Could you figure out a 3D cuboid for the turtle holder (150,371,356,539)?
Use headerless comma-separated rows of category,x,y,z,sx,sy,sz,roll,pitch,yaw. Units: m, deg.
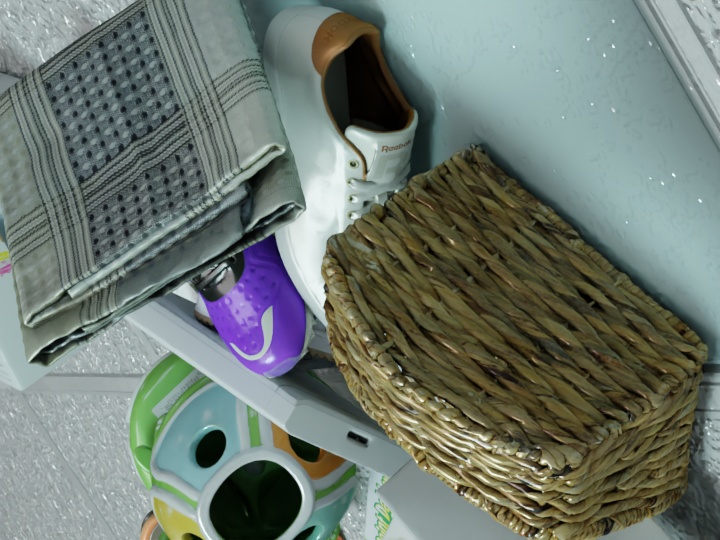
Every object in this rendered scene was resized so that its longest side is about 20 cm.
turtle holder,-0.090,0.148,1.621,0.132,0.185,0.141,-103,-7,-76

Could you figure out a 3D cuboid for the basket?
basket,0.073,0.062,1.290,0.200,0.143,0.149,43,156,26

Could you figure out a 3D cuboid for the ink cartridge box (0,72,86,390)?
ink cartridge box,-0.286,-0.037,1.885,0.145,0.144,0.200,19,139,56

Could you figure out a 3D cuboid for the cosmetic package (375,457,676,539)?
cosmetic package,0.113,0.165,1.358,0.200,0.113,0.081,48,178,41

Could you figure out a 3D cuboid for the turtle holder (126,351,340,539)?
turtle holder,-0.086,0.127,1.766,0.185,0.141,0.132,17,-178,-12

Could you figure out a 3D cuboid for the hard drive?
hard drive,-0.065,0.065,1.496,0.200,0.027,0.132,31,-178,42

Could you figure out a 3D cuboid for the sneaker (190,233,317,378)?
sneaker,-0.100,-0.026,1.393,0.070,0.099,0.201,-36,68,34

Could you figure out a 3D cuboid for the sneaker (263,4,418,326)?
sneaker,-0.003,-0.049,1.343,0.085,0.073,0.201,13,122,52

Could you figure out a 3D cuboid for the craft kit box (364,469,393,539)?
craft kit box,0.082,0.228,1.664,0.198,0.048,0.200,47,158,24

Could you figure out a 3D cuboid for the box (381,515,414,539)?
box,0.045,0.168,1.559,0.039,0.041,0.200,45,137,22

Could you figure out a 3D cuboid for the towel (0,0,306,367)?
towel,-0.131,-0.067,1.339,0.035,0.192,0.200,41,-155,-50

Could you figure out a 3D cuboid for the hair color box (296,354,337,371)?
hair color box,-0.063,-0.032,1.545,0.200,0.061,0.099,58,159,-8

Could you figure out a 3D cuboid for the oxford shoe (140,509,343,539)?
oxford shoe,-0.104,0.210,1.862,0.200,0.071,0.073,18,-167,-45

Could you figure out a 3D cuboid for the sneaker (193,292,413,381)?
sneaker,0.000,0.000,1.443,0.199,0.109,0.070,14,-172,15

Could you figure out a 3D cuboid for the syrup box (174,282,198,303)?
syrup box,-0.143,-0.052,1.654,0.200,0.079,0.082,46,158,18
